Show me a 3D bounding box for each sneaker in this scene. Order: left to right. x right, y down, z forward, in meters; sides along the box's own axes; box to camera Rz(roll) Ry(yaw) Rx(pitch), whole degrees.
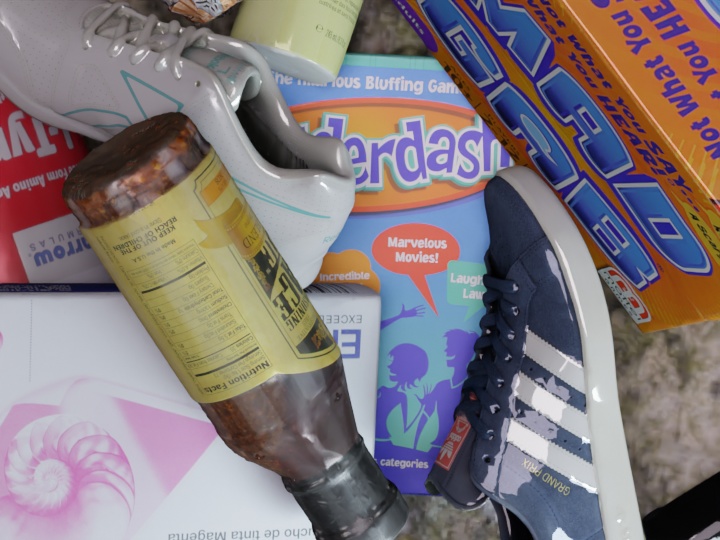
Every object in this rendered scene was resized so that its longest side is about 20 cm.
[{"bbox_3d":[-0.082,-0.080,0.947,0.200,0.070,0.080,38,138,0],"label":"sneaker"},{"bbox_3d":[0.065,0.058,0.972,0.084,0.075,0.201,-13,95,-10],"label":"sneaker"}]

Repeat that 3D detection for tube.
[{"bbox_3d":[-0.003,-0.184,0.987,0.052,0.058,0.201,19,83,-4],"label":"tube"}]

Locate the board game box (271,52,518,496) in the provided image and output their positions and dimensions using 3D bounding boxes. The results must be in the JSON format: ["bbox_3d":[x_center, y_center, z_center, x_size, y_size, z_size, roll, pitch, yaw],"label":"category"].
[{"bbox_3d":[0.000,0.000,1.031,0.152,0.045,0.201,3,94,4],"label":"board game box"}]

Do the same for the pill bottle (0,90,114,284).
[{"bbox_3d":[-0.170,-0.023,1.009,0.112,0.112,0.201,-19,93,6],"label":"pill bottle"}]

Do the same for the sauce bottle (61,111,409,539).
[{"bbox_3d":[-0.045,0.031,0.921,0.066,0.066,0.200,-30,112,6],"label":"sauce bottle"}]

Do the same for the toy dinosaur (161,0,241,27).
[{"bbox_3d":[-0.109,-0.199,0.979,0.102,0.136,0.201,-13,94,6],"label":"toy dinosaur"}]

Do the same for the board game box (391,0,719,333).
[{"bbox_3d":[0.156,-0.117,0.912,0.200,0.200,0.200,-38,91,-9],"label":"board game box"}]

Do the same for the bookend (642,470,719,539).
[{"bbox_3d":[0.262,0.149,0.999,0.200,0.092,0.199,-32,92,7],"label":"bookend"}]

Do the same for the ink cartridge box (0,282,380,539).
[{"bbox_3d":[-0.090,0.105,0.967,0.196,0.043,0.201,-1,96,-21],"label":"ink cartridge box"}]
